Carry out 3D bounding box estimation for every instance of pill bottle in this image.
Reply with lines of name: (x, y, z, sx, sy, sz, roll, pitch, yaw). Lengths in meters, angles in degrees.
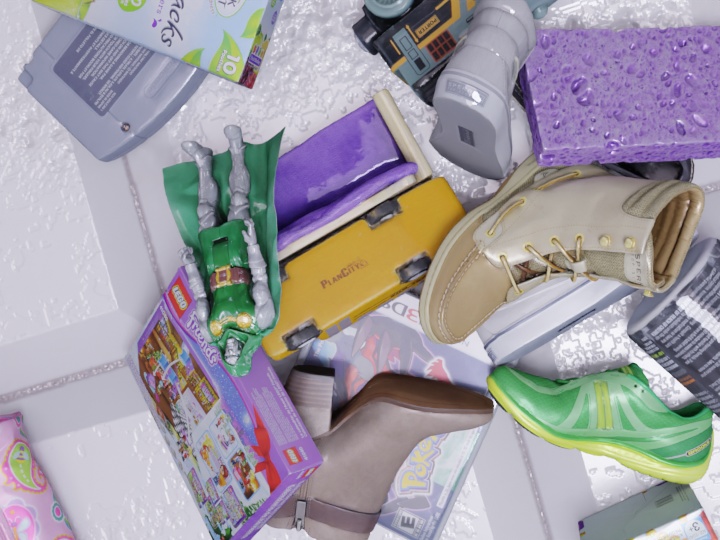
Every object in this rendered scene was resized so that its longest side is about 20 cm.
pill bottle: (0.318, 0.077, 0.773, 0.200, 0.106, 0.106, 42, 99, 5)

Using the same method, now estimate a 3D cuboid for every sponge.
sponge: (0.227, -0.140, 0.770, 0.197, 0.030, 0.113, -3, 65, -5)

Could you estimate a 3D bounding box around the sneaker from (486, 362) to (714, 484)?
sneaker: (0.199, 0.111, 0.815, 0.198, 0.074, 0.085, 18, 94, -3)

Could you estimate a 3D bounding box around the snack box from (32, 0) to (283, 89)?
snack box: (-0.162, -0.258, 0.829, 0.198, 0.053, 0.144, 23, 98, 7)

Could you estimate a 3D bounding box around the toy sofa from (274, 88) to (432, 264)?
toy sofa: (-0.042, -0.068, 0.831, 0.199, 0.098, 0.083, -30, 88, 11)

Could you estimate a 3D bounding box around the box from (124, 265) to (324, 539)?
box: (-0.121, 0.114, 0.824, 0.137, 0.039, 0.201, -50, 62, 39)

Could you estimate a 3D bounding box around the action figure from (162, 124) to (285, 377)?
action figure: (-0.104, -0.013, 0.774, 0.117, 0.055, 0.202, -18, 68, 20)

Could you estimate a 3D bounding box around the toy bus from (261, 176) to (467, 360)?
toy bus: (0.000, 0.000, 0.817, 0.199, 0.078, 0.066, -31, 81, -1)

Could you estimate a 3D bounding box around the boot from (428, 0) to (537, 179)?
boot: (0.103, -0.139, 0.759, 0.073, 0.200, 0.096, 26, 84, 7)

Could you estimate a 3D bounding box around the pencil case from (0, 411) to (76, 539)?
pencil case: (-0.318, 0.231, 0.902, 0.087, 0.087, 0.202, -23, 90, 10)

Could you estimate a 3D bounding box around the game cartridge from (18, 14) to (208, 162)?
game cartridge: (-0.202, -0.204, 0.883, 0.133, 0.041, 0.200, 44, 99, 8)

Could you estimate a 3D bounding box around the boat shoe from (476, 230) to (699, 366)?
boat shoe: (0.181, 0.002, 0.809, 0.198, 0.074, 0.066, -30, 73, -1)

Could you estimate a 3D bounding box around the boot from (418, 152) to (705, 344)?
boot: (0.151, -0.007, 0.741, 0.200, 0.155, 0.073, -45, 129, -20)

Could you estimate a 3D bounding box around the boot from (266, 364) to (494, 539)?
boot: (0.007, 0.164, 0.834, 0.197, 0.070, 0.148, 9, 100, 10)

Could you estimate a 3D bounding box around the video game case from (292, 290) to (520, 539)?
video game case: (0.023, 0.119, 0.868, 0.181, 0.023, 0.202, 24, 97, 8)

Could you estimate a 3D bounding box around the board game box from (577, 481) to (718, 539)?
board game box: (0.268, 0.289, 0.793, 0.102, 0.105, 0.202, -27, 87, 11)

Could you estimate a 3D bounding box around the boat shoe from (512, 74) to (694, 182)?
boat shoe: (0.192, -0.133, 0.804, 0.200, 0.063, 0.073, 41, 101, 6)

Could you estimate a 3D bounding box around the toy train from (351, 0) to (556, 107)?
toy train: (0.090, -0.228, 0.801, 0.199, 0.085, 0.115, -36, 79, 12)
